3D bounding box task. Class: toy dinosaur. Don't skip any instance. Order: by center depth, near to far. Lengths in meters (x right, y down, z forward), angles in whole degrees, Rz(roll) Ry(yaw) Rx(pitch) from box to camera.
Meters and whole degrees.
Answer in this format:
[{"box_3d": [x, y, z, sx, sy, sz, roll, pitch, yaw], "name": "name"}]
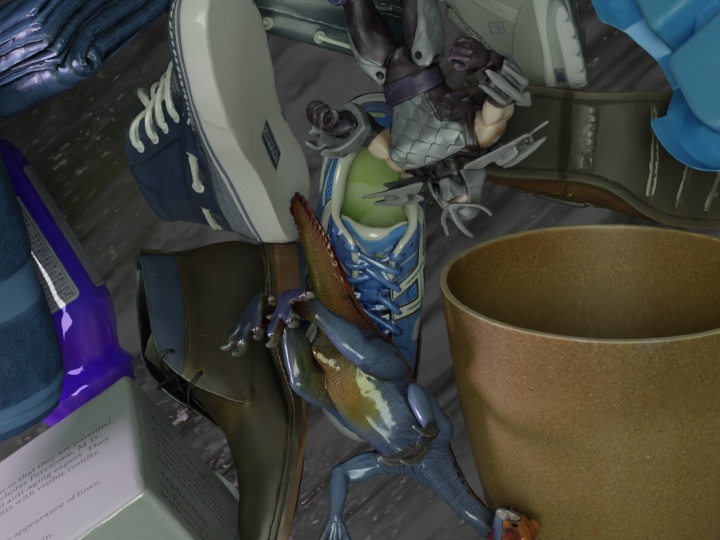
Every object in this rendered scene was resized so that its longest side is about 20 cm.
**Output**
[{"box_3d": [0.025, 0.069, 1.026, 0.181, 0.105, 0.201, 33, 55, -20], "name": "toy dinosaur"}]

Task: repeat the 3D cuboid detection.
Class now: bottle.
[{"box_3d": [-0.186, 0.025, 1.130, 0.083, 0.065, 0.201, -32, 92, 11], "name": "bottle"}]

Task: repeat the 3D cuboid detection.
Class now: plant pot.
[{"box_3d": [0.136, 0.096, 1.073, 0.185, 0.187, 0.201, 1, 110, 4], "name": "plant pot"}]

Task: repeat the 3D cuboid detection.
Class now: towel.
[{"box_3d": [-0.222, 0.010, 1.013, 0.111, 0.049, 0.201, -23, 126, -18], "name": "towel"}, {"box_3d": [-0.183, -0.119, 1.049, 0.200, 0.112, 0.049, -18, 112, 47], "name": "towel"}]

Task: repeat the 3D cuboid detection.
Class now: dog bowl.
[{"box_3d": [0.196, -0.136, 1.050, 0.111, 0.049, 0.201, -42, 50, 29], "name": "dog bowl"}]

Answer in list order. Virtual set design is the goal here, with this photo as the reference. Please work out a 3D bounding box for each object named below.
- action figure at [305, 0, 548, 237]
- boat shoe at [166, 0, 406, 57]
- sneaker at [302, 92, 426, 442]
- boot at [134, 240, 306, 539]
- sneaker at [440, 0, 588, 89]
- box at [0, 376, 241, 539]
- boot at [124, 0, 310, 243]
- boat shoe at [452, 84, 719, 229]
[{"box_3d": [0.021, -0.110, 1.012, 0.130, 0.069, 0.201, -19, 92, 26], "name": "action figure"}, {"box_3d": [-0.069, -0.148, 1.089, 0.199, 0.075, 0.062, 6, 99, 1], "name": "boat shoe"}, {"box_3d": [0.000, 0.000, 1.110, 0.075, 0.077, 0.201, 0, 96, 2], "name": "sneaker"}, {"box_3d": [-0.081, 0.073, 1.086, 0.096, 0.075, 0.201, 5, 59, -10], "name": "boot"}, {"box_3d": [0.065, -0.171, 1.058, 0.082, 0.075, 0.201, -13, 127, 12], "name": "sneaker"}, {"box_3d": [-0.145, 0.206, 1.078, 0.200, 0.131, 0.199, -34, 115, 6], "name": "box"}, {"box_3d": [-0.093, -0.083, 1.056, 0.090, 0.200, 0.073, 6, 55, 17], "name": "boot"}, {"box_3d": [0.133, -0.070, 1.102, 0.199, 0.068, 0.072, 14, 88, -18], "name": "boat shoe"}]
